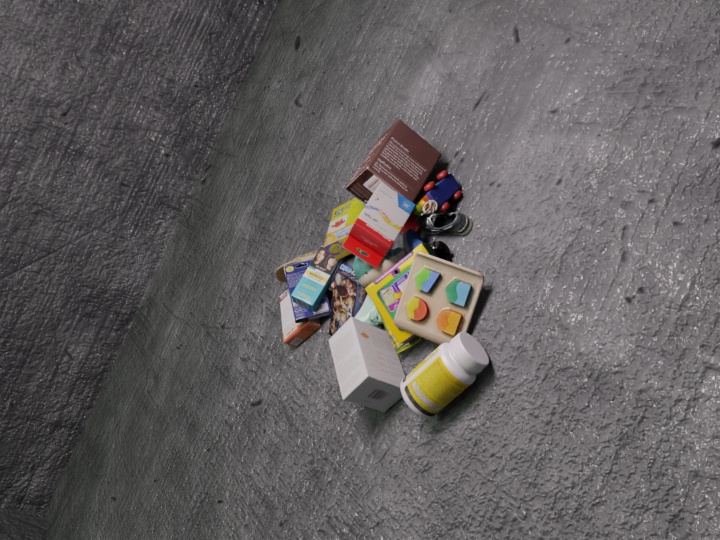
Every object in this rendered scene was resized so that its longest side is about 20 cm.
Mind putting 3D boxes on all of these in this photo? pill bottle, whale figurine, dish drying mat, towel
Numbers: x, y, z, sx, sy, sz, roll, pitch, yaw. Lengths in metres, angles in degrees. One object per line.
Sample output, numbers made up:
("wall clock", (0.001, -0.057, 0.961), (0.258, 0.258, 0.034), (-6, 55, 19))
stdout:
("pill bottle", (0.195, 0.242, 1.433), (0.200, 0.114, 0.115), (-47, 39, 25))
("whale figurine", (0.056, -0.031, 1.720), (0.159, 0.200, 0.104), (-36, 87, 35))
("dish drying mat", (0.128, -0.161, 1.847), (0.077, 0.018, 0.200), (-57, 35, 10))
("towel", (0.092, 0.118, 1.650), (0.086, 0.018, 0.201), (-33, 66, 18))

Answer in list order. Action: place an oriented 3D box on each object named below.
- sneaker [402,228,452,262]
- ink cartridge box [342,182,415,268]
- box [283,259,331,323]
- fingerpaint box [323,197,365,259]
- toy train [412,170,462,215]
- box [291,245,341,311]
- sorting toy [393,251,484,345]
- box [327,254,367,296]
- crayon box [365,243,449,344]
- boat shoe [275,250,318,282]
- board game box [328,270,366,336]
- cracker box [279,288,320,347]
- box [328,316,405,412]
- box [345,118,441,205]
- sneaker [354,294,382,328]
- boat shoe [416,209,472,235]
("sneaker", (0.185, -0.056, 1.654), (0.111, 0.076, 0.201), (-46, 43, 34))
("ink cartridge box", (0.049, -0.120, 1.630), (0.201, 0.115, 0.067), (-59, 1, -30))
("box", (-0.173, 0.064, 1.997), (0.120, 0.032, 0.202), (-13, 63, -5))
("fingerpaint box", (-0.007, -0.145, 1.898), (0.199, 0.073, 0.168), (-23, 40, 36))
("toy train", (0.179, -0.182, 1.671), (0.200, 0.085, 0.115), (-42, 9, -38))
("box", (-0.136, 0.025, 1.972), (0.082, 0.049, 0.201), (23, 65, 13))
("sorting toy", (0.186, 0.075, 1.501), (0.183, 0.036, 0.202), (20, 100, 21))
("box", (0.000, 0.000, 1.894), (0.200, 0.049, 0.200), (29, 93, 56))
("crayon box", (0.137, 0.059, 1.577), (0.199, 0.058, 0.173), (-39, 75, 21))
("boat shoe", (-0.191, -0.015, 2.075), (0.198, 0.075, 0.066), (-16, 20, -6))
("board game box", (-0.039, 0.115, 1.821), (0.135, 0.034, 0.203), (25, 112, 55))
("cracker box", (-0.204, 0.136, 2.068), (0.134, 0.057, 0.201), (-40, 43, 29))
("box", (0.019, 0.248, 1.625), (0.106, 0.151, 0.201), (-46, 38, 25))
("box", (0.093, -0.282, 1.763), (0.201, 0.165, 0.164), (-58, 12, -25))
("sneaker", (0.042, 0.148, 1.726), (0.118, 0.073, 0.202), (19, 87, 52))
("boat shoe", (0.215, -0.139, 1.679), (0.199, 0.061, 0.074), (16, 81, 52))
